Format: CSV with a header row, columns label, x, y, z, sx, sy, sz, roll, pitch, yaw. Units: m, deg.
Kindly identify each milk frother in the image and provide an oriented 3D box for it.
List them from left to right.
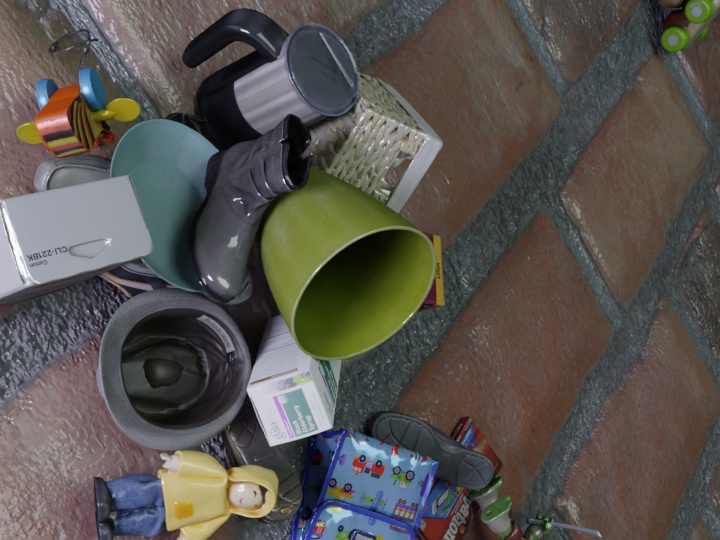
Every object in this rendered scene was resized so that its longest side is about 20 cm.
label,x,y,z,sx,sy,sz,roll,pitch,yaw
milk frother,-0.132,-0.191,1.225,0.180,0.188,0.201,22,64,-38

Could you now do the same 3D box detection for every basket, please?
label,x,y,z,sx,sy,sz,roll,pitch,yaw
basket,-0.007,-0.178,1.325,0.123,0.136,0.200,22,21,-35

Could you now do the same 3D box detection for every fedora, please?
label,x,y,z,sx,sy,sz,roll,pitch,yaw
fedora,-0.221,0.112,1.124,0.199,0.090,0.178,-13,88,-43

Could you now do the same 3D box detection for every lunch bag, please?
label,x,y,z,sx,sy,sz,roll,pitch,yaw
lunch bag,-0.006,0.317,1.287,0.150,0.094,0.201,22,74,-25

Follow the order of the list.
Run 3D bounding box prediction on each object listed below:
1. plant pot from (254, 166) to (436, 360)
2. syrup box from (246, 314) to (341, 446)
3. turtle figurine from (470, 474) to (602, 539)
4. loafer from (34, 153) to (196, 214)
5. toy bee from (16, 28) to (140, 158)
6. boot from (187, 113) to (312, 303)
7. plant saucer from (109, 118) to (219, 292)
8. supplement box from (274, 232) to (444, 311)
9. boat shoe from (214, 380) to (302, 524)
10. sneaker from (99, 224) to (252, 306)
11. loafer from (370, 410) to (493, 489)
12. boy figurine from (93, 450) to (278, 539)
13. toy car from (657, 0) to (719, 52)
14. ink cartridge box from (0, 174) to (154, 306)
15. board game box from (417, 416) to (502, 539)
label,x,y,z,sx,sy,sz,roll,pitch,yaw
plant pot,-0.043,-0.032,1.162,0.187,0.188,0.200,7,33,-43
syrup box,-0.074,0.119,1.202,0.200,0.081,0.079,-86,156,-69
turtle figurine,0.260,0.384,1.461,0.194,0.199,0.144,55,37,-18
loafer,-0.267,-0.083,1.136,0.199,0.070,0.070,10,106,-42
toy bee,-0.301,-0.174,1.114,0.200,0.130,0.109,-68,150,-45
boot,-0.116,-0.073,1.093,0.070,0.131,0.201,27,53,-43
plant saucer,-0.207,-0.068,1.119,0.201,0.039,0.202,29,51,-43
supplement box,0.000,0.000,1.345,0.199,0.131,0.104,11,72,-42
boat shoe,-0.137,0.210,1.197,0.074,0.073,0.201,-4,62,-37
sneaker,-0.220,-0.003,1.168,0.200,0.079,0.079,23,55,-43
loafer,0.094,0.252,1.422,0.199,0.063,0.072,28,92,-18
boy figurine,-0.186,0.253,1.088,0.199,0.064,0.125,-2,107,-19
toy car,0.687,-0.601,2.216,0.200,0.158,0.164,46,40,12
ink cartridge box,-0.320,-0.020,0.984,0.144,0.200,0.084,-19,93,-46
board game box,0.139,0.321,1.475,0.103,0.019,0.200,55,48,-20
